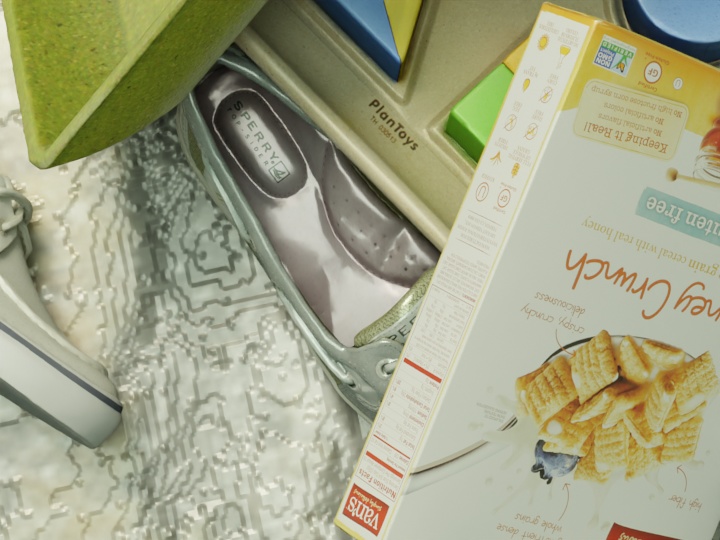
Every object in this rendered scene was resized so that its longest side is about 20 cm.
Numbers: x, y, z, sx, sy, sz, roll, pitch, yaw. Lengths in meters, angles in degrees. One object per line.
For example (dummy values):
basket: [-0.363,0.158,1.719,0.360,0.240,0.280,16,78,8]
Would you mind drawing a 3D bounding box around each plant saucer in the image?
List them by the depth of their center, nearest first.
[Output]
plant saucer: [-0.057,-0.158,0.974,0.200,0.048,0.200,-47,39,29]

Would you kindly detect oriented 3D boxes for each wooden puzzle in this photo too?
wooden puzzle: [0.067,-0.109,1.004,0.200,0.046,0.185,-43,82,-15]

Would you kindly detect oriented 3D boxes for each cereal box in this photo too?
cereal box: [0.089,0.022,0.966,0.144,0.040,0.200,18,96,-35]

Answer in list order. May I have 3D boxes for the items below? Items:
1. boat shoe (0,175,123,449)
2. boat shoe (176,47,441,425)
boat shoe: [-0.159,-0.016,1.030,0.200,0.071,0.070,39,80,7]
boat shoe: [0.001,-0.002,1.015,0.074,0.065,0.202,-37,83,1]
